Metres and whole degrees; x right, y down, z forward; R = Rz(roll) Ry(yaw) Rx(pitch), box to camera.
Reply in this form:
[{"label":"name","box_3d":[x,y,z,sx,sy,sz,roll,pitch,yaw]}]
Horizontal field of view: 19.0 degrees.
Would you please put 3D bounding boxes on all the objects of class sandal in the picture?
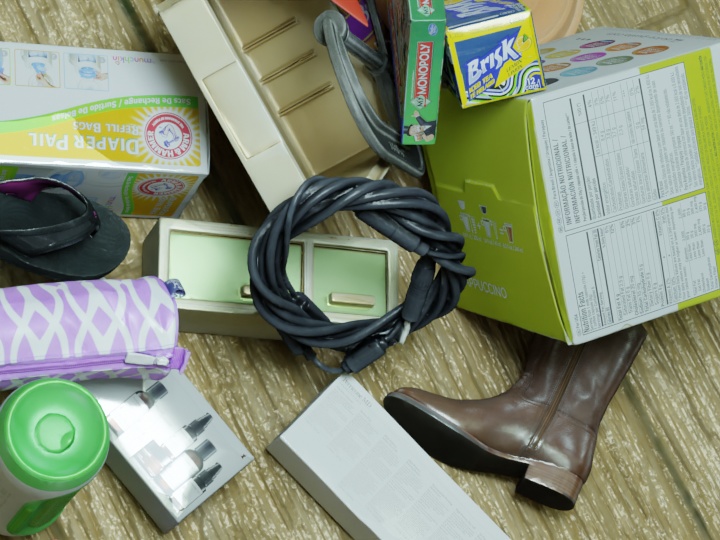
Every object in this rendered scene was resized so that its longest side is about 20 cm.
[{"label":"sandal","box_3d":[-0.251,-0.041,1.615,0.200,0.048,0.076,15,54,-37]}]

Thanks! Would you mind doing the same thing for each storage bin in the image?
[{"label":"storage bin","box_3d":[-0.061,-0.152,1.695,0.093,0.199,0.201,-27,99,13]}]

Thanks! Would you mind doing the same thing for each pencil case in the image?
[{"label":"pencil case","box_3d":[-0.227,0.053,1.579,0.199,0.084,0.086,-6,45,-27]}]

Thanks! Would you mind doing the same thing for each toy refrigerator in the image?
[{"label":"toy refrigerator","box_3d":[-0.072,0.010,1.736,0.199,0.070,0.076,6,71,-17]}]

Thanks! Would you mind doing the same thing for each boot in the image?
[{"label":"boot","box_3d":[0.133,0.076,1.791,0.186,0.064,0.201,29,63,-8]}]

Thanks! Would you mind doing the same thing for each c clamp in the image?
[{"label":"c clamp","box_3d":[0.004,-0.153,1.704,0.027,0.200,0.172,-22,83,13]}]

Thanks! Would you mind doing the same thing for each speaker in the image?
[{"label":"speaker","box_3d":[-0.238,0.138,1.567,0.088,0.200,0.089,6,71,-17]}]

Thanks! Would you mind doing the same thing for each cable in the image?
[{"label":"cable","box_3d":[0.000,0.000,1.638,0.163,0.200,0.051,-21,47,7]}]

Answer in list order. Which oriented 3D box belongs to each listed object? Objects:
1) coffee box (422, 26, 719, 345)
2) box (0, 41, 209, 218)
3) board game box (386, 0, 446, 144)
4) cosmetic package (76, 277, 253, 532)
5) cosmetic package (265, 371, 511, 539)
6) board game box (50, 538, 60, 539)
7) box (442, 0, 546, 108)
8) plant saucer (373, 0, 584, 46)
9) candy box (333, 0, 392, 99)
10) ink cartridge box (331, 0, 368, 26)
[{"label":"coffee box","box_3d":[0.183,-0.074,1.745,0.197,0.200,0.201,-18,105,-23]},{"label":"box","box_3d":[-0.227,-0.109,1.698,0.199,0.112,0.102,3,71,-19]},{"label":"board game box","box_3d":[0.041,-0.217,1.685,0.029,0.135,0.201,-2,50,-5]},{"label":"cosmetic package","box_3d":[-0.180,0.098,1.674,0.082,0.051,0.200,-39,87,-26]},{"label":"cosmetic package","box_3d":[0.025,0.182,1.724,0.200,0.051,0.083,46,67,0]},{"label":"board game box","box_3d":[-0.148,0.273,1.655,0.199,0.019,0.103,11,71,-15]},{"label":"box","box_3d":[0.093,-0.181,1.696,0.070,0.200,0.065,-14,106,-1]},{"label":"plant saucer","box_3d":[0.102,-0.256,1.843,0.199,0.032,0.201,6,70,-18]},{"label":"candy box","box_3d":[-0.001,-0.234,1.845,0.117,0.056,0.200,-38,87,-25]},{"label":"ink cartridge box","box_3d":[-0.035,-0.280,1.711,0.109,0.050,0.200,34,20,-27]}]
